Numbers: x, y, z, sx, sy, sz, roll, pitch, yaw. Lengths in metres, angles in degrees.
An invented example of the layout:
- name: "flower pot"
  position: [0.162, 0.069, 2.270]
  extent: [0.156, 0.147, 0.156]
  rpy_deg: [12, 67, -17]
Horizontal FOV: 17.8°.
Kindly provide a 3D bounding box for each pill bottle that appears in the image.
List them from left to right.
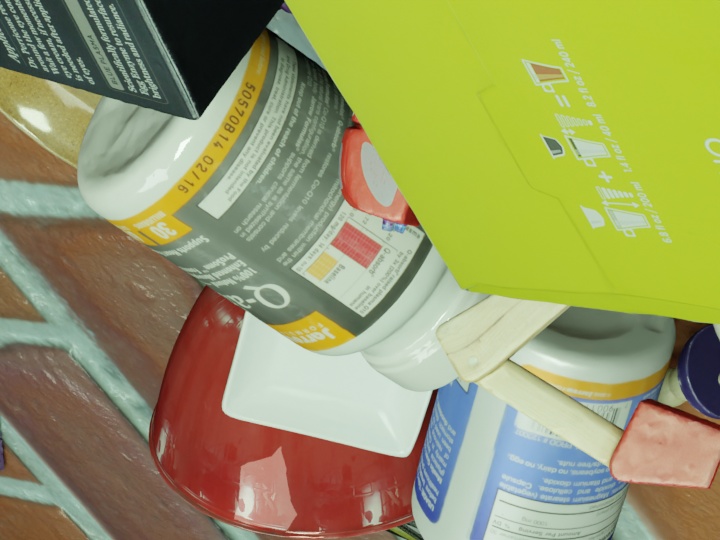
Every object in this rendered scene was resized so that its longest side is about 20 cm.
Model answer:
- name: "pill bottle"
  position: [-0.025, -0.030, 1.089]
  extent: [0.200, 0.117, 0.116]
  rpy_deg: [35, 155, -27]
- name: "pill bottle"
  position: [0.089, 0.098, 1.219]
  extent: [0.112, 0.112, 0.200]
  rpy_deg: [25, 124, 18]

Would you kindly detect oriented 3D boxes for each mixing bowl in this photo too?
- name: "mixing bowl"
  position: [-0.025, 0.049, 1.314]
  extent: [0.200, 0.200, 0.109]
  rpy_deg: [19, 129, 27]

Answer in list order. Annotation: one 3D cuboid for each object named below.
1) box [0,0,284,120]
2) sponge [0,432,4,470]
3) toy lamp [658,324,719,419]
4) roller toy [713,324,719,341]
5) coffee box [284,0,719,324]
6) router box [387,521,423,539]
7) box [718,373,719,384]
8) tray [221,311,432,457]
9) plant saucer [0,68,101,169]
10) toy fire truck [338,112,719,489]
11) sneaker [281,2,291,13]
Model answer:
- name: "box"
  position: [-0.112, -0.190, 0.988]
  extent: [0.200, 0.197, 0.118]
  rpy_deg: [17, 149, 31]
- name: "sponge"
  position: [-0.395, 0.108, 1.966]
  extent: [0.200, 0.030, 0.112]
  rpy_deg: [30, 153, 10]
- name: "toy lamp"
  position: [0.143, 0.075, 1.285]
  extent: [0.058, 0.058, 0.200]
  rpy_deg: [42, 153, -14]
- name: "roller toy"
  position: [0.245, 0.005, 0.956]
  extent: [0.182, 0.140, 0.200]
  rpy_deg: [45, 153, -26]
- name: "coffee box"
  position: [0.118, -0.116, 0.849]
  extent: [0.200, 0.198, 0.200]
  rpy_deg: [8, 143, 41]
- name: "router box"
  position: [0.021, 0.131, 1.449]
  extent: [0.157, 0.052, 0.200]
  rpy_deg: [20, 169, 27]
- name: "box"
  position: [0.277, 0.058, 1.082]
  extent: [0.200, 0.082, 0.068]
  rpy_deg: [11, 144, 40]
- name: "tray"
  position: [0.000, 0.000, 1.191]
  extent: [0.107, 0.022, 0.200]
  rpy_deg: [13, 118, -5]
- name: "plant saucer"
  position: [-0.155, -0.122, 1.321]
  extent: [0.200, 0.035, 0.200]
  rpy_deg: [26, 152, 15]
- name: "toy fire truck"
  position: [0.076, 0.004, 1.002]
  extent: [0.199, 0.141, 0.049]
  rpy_deg: [17, -178, 11]
- name: "sneaker"
  position: [0.012, -0.146, 1.039]
  extent: [0.200, 0.088, 0.074]
  rpy_deg: [-3, 135, 50]
